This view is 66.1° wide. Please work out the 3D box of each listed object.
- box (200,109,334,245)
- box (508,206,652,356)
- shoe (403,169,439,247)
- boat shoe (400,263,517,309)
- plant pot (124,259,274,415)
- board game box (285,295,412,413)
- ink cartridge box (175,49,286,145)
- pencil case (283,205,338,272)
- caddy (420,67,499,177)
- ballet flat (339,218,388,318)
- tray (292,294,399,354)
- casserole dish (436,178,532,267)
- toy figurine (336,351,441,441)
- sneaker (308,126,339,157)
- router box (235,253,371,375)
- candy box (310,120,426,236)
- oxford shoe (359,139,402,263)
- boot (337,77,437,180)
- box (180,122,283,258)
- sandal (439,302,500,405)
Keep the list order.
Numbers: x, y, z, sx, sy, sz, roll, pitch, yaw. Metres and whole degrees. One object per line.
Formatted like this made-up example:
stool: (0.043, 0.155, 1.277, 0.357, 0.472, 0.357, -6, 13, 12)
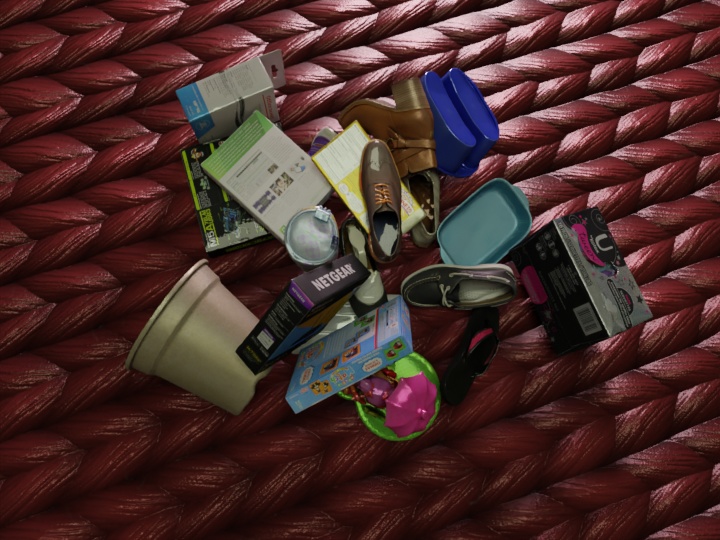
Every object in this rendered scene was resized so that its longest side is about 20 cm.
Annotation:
box: (-0.156, -0.163, 0.962, 0.200, 0.036, 0.145, 42, 76, 4)
box: (0.365, 0.018, 0.926, 0.113, 0.132, 0.203, -16, 76, -26)
shoe: (0.115, -0.146, 1.006, 0.068, 0.053, 0.205, -3, 76, -4)
boat shoe: (0.166, 0.034, 0.939, 0.195, 0.061, 0.075, -3, 117, 5)
plant pot: (-0.227, 0.119, 0.865, 0.182, 0.200, 0.202, 35, 76, -6)
board game box: (-0.015, 0.124, 0.852, 0.197, 0.152, 0.037, -29, 105, 12)
ink cartridge box: (-0.215, -0.304, 0.997, 0.197, 0.116, 0.069, -26, 79, -8)
pencil case: (-0.075, -0.045, 0.896, 0.081, 0.200, 0.093, 10, 84, -2)
caddy: (0.159, -0.268, 1.015, 0.140, 0.105, 0.203, -19, 76, -33)
ballet flat: (0.000, 0.000, 0.941, 0.067, 0.069, 0.203, -15, 68, -9)
tray: (-0.022, 0.091, 0.955, 0.195, 0.022, 0.110, 2, 76, -3)
casserole dish: (0.217, -0.074, 0.991, 0.199, 0.039, 0.122, -40, 95, -11)
toy figurine: (0.043, 0.183, 0.844, 0.197, 0.184, 0.153, 24, 81, 2)
sneaker: (-0.011, -0.170, 1.008, 0.199, 0.081, 0.084, 41, 102, 7)
router box: (-0.079, 0.058, 0.822, 0.051, 0.199, 0.150, 45, 115, 8)
candy box: (0.014, -0.142, 0.943, 0.102, 0.026, 0.201, -38, 93, -5)
oxford shoe: (0.040, -0.116, 0.894, 0.070, 0.073, 0.205, -8, 89, -5)
boot: (0.045, -0.233, 0.987, 0.073, 0.198, 0.158, -18, 96, -44)
box: (-0.206, -0.146, 0.995, 0.189, 0.048, 0.204, -18, 78, -5)
sandal: (0.195, 0.136, 0.911, 0.075, 0.045, 0.201, 51, 54, -23)
